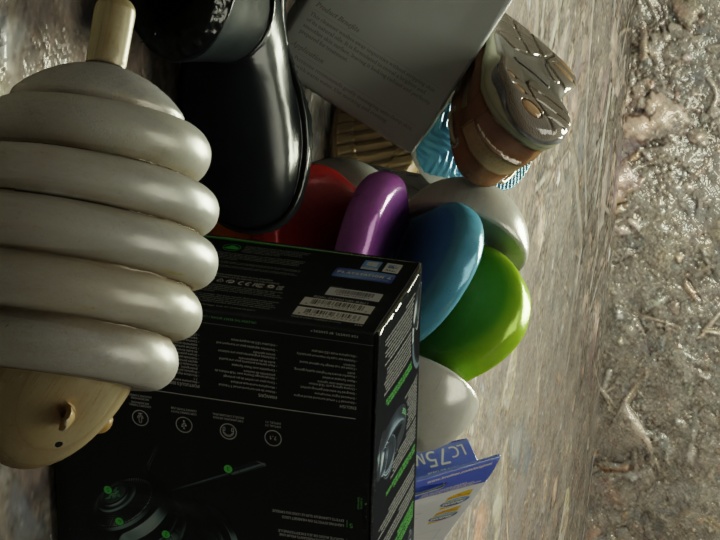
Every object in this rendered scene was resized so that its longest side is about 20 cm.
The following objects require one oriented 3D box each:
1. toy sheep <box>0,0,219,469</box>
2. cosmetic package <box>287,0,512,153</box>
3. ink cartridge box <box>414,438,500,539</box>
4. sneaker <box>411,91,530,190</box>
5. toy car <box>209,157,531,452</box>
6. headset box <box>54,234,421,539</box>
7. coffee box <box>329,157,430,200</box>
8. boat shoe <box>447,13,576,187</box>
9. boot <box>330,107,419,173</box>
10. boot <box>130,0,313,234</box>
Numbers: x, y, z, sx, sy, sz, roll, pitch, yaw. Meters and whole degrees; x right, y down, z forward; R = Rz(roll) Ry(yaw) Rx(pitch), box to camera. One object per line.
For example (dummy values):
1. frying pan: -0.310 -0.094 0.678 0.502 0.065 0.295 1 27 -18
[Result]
1. toy sheep: -0.123 -0.017 0.823 0.138 0.138 0.200 21 76 -75
2. cosmetic package: 0.038 -0.188 1.235 0.200 0.113 0.081 -55 -170 9
3. ink cartridge box: 0.006 0.168 1.324 0.042 0.119 0.200 67 -27 23
4. sneaker: 0.071 -0.094 1.369 0.200 0.081 0.077 -36 112 -63
5. toy car: 0.000 0.000 1.190 0.150 0.200 0.175 68 38 -54
6. headset box: -0.062 0.093 1.029 0.093 0.174 0.200 -53 147 -62
7. coffee box: 0.007 0.034 1.375 0.080 0.113 0.200 -32 130 -64
8. boat shoe: 0.087 -0.109 1.258 0.072 0.076 0.200 -47 -173 21
9. boot: 0.010 -0.047 1.510 0.166 0.072 0.200 110 -22 -76
10. boot: -0.080 -0.113 1.048 0.168 0.076 0.200 -27 116 -77
